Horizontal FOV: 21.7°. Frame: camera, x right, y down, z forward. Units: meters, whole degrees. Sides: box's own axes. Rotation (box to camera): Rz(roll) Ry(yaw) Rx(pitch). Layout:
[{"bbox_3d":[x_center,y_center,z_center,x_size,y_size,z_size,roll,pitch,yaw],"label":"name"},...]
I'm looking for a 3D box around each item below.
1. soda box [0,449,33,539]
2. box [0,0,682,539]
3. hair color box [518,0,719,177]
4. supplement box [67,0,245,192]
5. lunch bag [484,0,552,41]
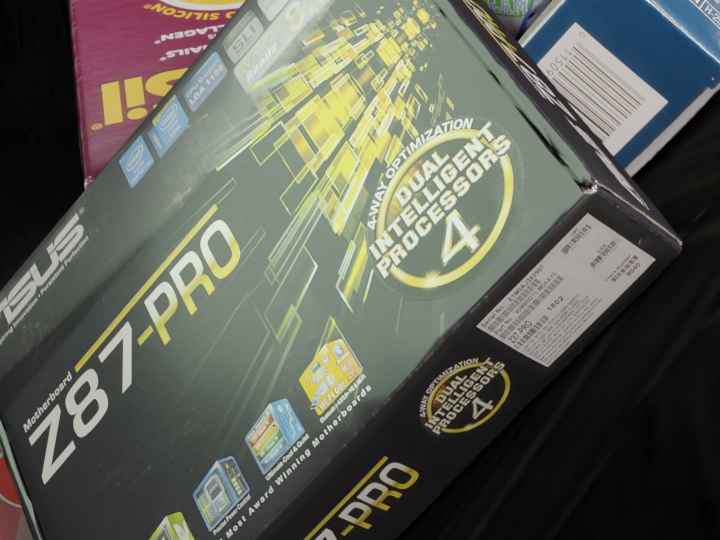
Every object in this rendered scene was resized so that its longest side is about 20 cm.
[{"bbox_3d":[-0.095,0.072,0.704,0.200,0.070,0.063,-72,-23,-51],"label":"soda box"},{"bbox_3d":[-0.023,0.008,0.548,0.200,0.049,0.161,-47,42,16],"label":"box"},{"bbox_3d":[0.117,-0.108,0.703,0.100,0.061,0.200,-47,4,44],"label":"hair color box"},{"bbox_3d":[-0.043,-0.057,0.727,0.200,0.131,0.103,-106,9,-52],"label":"supplement box"},{"bbox_3d":[0.085,-0.179,0.793,0.200,0.076,0.160,-58,-4,-13],"label":"lunch bag"}]
